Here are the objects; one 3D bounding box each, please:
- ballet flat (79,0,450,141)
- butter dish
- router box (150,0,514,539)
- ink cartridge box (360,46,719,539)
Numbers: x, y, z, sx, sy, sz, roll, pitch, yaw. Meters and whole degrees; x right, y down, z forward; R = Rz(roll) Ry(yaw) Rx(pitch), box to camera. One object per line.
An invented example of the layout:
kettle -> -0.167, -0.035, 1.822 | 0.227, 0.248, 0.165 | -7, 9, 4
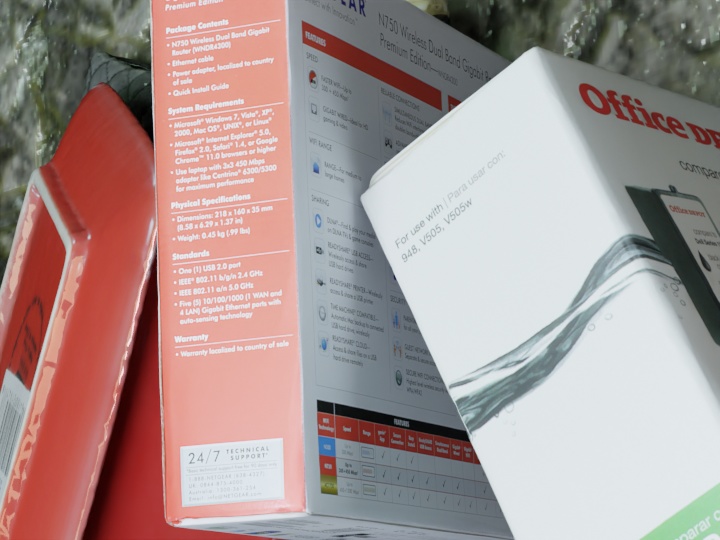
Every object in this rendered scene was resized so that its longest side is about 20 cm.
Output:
ballet flat -> -0.046, -0.081, 1.016 | 0.200, 0.066, 0.057 | -16, 81, 42
butter dish -> -0.060, 0.052, 0.964 | 0.200, 0.147, 0.200 | -134, 59, -70
router box -> 0.000, 0.000, 0.871 | 0.049, 0.200, 0.180 | -7, 79, 23
ink cartridge box -> 0.104, 0.041, 0.803 | 0.083, 0.146, 0.200 | -41, 59, 28
